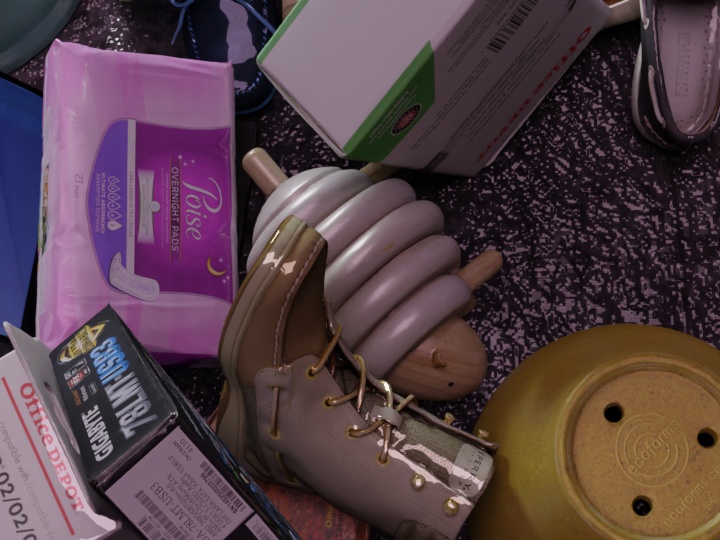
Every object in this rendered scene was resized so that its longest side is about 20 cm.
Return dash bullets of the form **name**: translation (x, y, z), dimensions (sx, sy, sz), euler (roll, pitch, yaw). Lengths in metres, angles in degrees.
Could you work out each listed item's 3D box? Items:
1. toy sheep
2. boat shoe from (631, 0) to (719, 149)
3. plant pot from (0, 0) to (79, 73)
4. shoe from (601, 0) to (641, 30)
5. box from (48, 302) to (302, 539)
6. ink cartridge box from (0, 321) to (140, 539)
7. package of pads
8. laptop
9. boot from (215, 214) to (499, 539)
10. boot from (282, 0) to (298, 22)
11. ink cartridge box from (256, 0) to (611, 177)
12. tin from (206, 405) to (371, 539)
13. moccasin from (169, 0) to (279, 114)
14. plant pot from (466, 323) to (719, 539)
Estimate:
- **toy sheep**: translation (0.000, 0.000, 0.736), dimensions (0.138, 0.138, 0.200), euler (-43, 76, -9)
- **boat shoe**: translation (0.206, -0.177, 0.763), dimensions (0.073, 0.060, 0.202), euler (4, 99, -4)
- **plant pot**: translation (-0.304, -0.247, 0.845), dimensions (0.198, 0.134, 0.202), euler (-2, 72, 5)
- **shoe**: translation (0.152, -0.193, 0.821), dimensions (0.198, 0.053, 0.070), euler (-13, 71, 1)
- **box**: translation (-0.064, 0.123, 0.584), dimensions (0.050, 0.200, 0.199), euler (-38, 111, -9)
- **ink cartridge box**: translation (-0.167, 0.115, 0.675), dimensions (0.068, 0.200, 0.116), euler (-30, 71, -4)
- **package of pads**: translation (-0.136, -0.038, 0.748), dimensions (0.120, 0.076, 0.202), euler (3, 75, -20)
- **laptop**: translation (-0.181, -0.041, 0.780), dimensions (0.198, 0.103, 0.179), euler (4, 73, 7)
- **boot**: translation (0.002, 0.070, 0.644), dimensions (0.154, 0.201, 0.072), euler (26, 49, 13)
- **boot**: translation (0.033, -0.226, 0.836), dimensions (0.198, 0.073, 0.157), euler (-8, 76, -5)
- **ink cartridge box**: translation (0.051, -0.138, 0.718), dimensions (0.084, 0.200, 0.146), euler (46, 108, 18)
- **tin**: translation (-0.049, 0.165, 0.733), dimensions (0.111, 0.042, 0.202), euler (4, 72, 3)
- **moccasin**: translation (-0.103, -0.208, 0.845), dimensions (0.080, 0.068, 0.201), euler (-13, 71, 1)
- **plant pot**: translation (0.156, 0.112, 0.673), dimensions (0.198, 0.142, 0.202), euler (-2, 71, 5)
